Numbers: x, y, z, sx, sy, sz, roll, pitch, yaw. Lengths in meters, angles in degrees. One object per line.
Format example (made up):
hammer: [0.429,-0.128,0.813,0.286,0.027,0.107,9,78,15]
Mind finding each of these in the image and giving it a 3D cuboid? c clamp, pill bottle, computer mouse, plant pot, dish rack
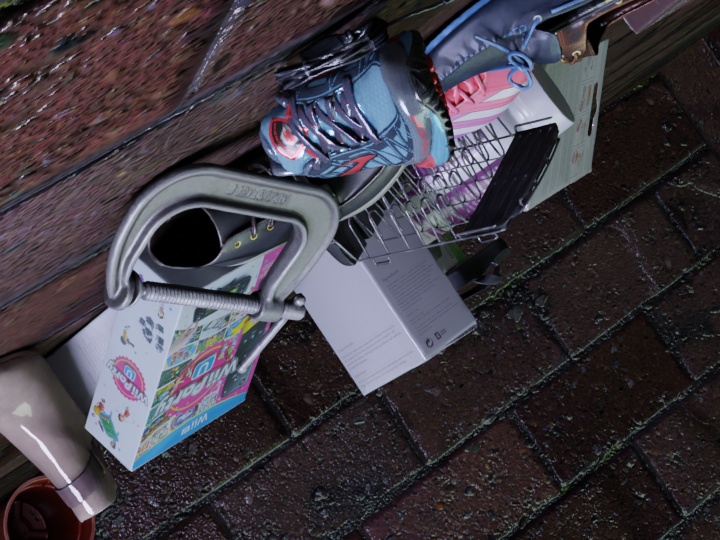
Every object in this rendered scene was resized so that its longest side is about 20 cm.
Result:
c clamp: [-0.095,0.003,0.940,0.200,0.027,0.171,16,122,-49]
pill bottle: [0.103,-0.119,1.351,0.200,0.112,0.112,-35,178,19]
computer mouse: [0.038,-0.159,0.774,0.200,0.034,0.059,-29,-166,-1]
plant pot: [-0.692,0.545,2.939,0.201,0.201,0.195,-32,-175,-39]
dish rack: [0.065,-0.075,1.161,0.200,0.055,0.154,-11,-141,41]

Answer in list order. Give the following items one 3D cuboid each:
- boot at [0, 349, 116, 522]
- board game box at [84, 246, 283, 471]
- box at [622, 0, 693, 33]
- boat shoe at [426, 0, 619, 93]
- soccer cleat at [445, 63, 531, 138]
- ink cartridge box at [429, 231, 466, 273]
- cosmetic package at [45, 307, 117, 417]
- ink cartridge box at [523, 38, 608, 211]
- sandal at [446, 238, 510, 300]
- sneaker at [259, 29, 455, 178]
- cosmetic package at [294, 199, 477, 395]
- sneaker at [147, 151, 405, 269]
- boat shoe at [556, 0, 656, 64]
boot: [-0.264,0.146,1.194,0.070,0.146,0.200,-32,176,2]
board game box: [-0.139,0.051,1.154,0.147,0.064,0.200,-31,152,-46]
box: [0.298,-0.288,1.154,0.100,0.075,0.200,-32,175,-39]
boat shoe: [0.126,-0.178,1.006,0.200,0.069,0.084,-35,177,15]
soccer cleat: [0.053,-0.129,1.114,0.200,0.067,0.076,-32,174,15]
ink cartridge box: [0.022,-0.035,1.493,0.084,0.146,0.200,-35,178,19]
cosmetic package: [-0.233,0.085,1.315,0.200,0.071,0.101,-37,176,30]
ink cartridge box: [0.207,-0.165,1.509,0.050,0.161,0.200,14,-158,23]
sandal: [0.121,0.014,1.568,0.076,0.043,0.200,-37,178,29]
sneaker: [-0.009,-0.083,0.836,0.095,0.080,0.200,-20,-179,-16]
cosmetic package: [0.000,0.000,1.273,0.081,0.200,0.113,-31,179,-39]
sneaker: [-0.051,-0.055,0.980,0.200,0.075,0.106,-34,177,21]
boat shoe: [0.174,-0.206,1.139,0.200,0.070,0.070,-34,179,26]
